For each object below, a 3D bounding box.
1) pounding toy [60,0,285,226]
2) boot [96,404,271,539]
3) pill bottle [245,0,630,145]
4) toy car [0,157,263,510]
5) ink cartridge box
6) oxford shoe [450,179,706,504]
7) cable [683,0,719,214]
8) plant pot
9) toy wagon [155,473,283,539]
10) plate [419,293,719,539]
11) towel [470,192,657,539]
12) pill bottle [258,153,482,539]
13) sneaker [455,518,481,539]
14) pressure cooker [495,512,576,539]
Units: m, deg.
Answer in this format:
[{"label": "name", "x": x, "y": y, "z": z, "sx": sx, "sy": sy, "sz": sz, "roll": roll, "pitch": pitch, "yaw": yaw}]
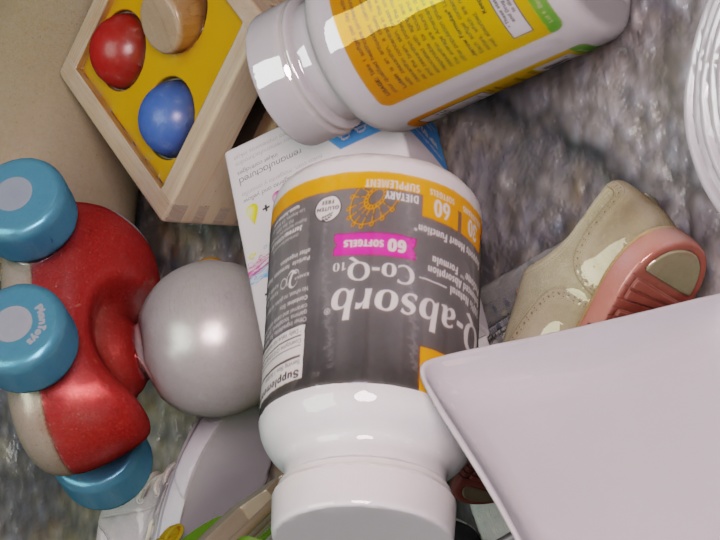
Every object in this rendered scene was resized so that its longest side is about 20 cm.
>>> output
[{"label": "pounding toy", "x": -0.102, "y": -0.163, "z": 1.807, "sx": 0.184, "sy": 0.142, "sz": 0.200, "roll": 53, "pitch": 127, "yaw": 38}, {"label": "boot", "x": -0.125, "y": 0.149, "z": 1.870, "sx": 0.096, "sy": 0.073, "sz": 0.200, "roll": 38, "pitch": 117, "yaw": 38}, {"label": "pill bottle", "x": 0.039, "y": -0.144, "z": 1.614, "sx": 0.200, "sy": 0.111, "sz": 0.111, "roll": -23, "pitch": 69, "yaw": 27}, {"label": "toy car", "x": -0.114, "y": 0.029, "z": 1.763, "sx": 0.200, "sy": 0.184, "sz": 0.177, "roll": -10, "pitch": 56, "yaw": 9}, {"label": "ink cartridge box", "x": 0.000, "y": 0.000, "z": 1.668, "sx": 0.115, "sy": 0.068, "sz": 0.200, "roll": -25, "pitch": 52, "yaw": 16}, {"label": "oxford shoe", "x": 0.107, "y": 0.041, "z": 1.562, "sx": 0.200, "sy": 0.071, "sz": 0.074, "roll": -52, "pitch": 47, "yaw": 20}, {"label": "cable", "x": 0.246, "y": -0.098, "z": 1.434, "sx": 0.200, "sy": 0.069, "sz": 0.200, "roll": -12, "pitch": 78, "yaw": 50}, {"label": "plant pot", "x": -0.222, "y": -0.096, "z": 1.943, "sx": 0.187, "sy": 0.187, "sz": 0.200, "roll": 10, "pitch": 82, "yaw": 51}, {"label": "toy wagon", "x": -0.056, "y": 0.152, "z": 1.727, "sx": 0.200, "sy": 0.155, "sz": 0.040, "roll": -27, "pitch": 101, "yaw": 46}, {"label": "plate", "x": 0.152, "y": 0.109, "z": 1.449, "sx": 0.200, "sy": 0.199, "sz": 0.032, "roll": 61, "pitch": 150, "yaw": 33}, {"label": "towel", "x": 0.120, "y": 0.082, "z": 1.606, "sx": 0.193, "sy": 0.034, "sz": 0.200, "roll": -37, "pitch": 60, "yaw": 44}, {"label": "pill bottle", "x": 0.005, "y": 0.049, "z": 1.519, "sx": 0.116, "sy": 0.116, "sz": 0.200, "roll": -30, "pitch": 48, "yaw": 46}, {"label": "sneaker", "x": -0.007, "y": 0.169, "z": 1.723, "sx": 0.200, "sy": 0.072, "sz": 0.083, "roll": -28, "pitch": 37, "yaw": 39}, {"label": "pressure cooker", "x": 0.099, "y": 0.226, "z": 1.518, "sx": 0.200, "sy": 0.178, "sz": 0.176, "roll": -34, "pitch": 42, "yaw": 44}]
